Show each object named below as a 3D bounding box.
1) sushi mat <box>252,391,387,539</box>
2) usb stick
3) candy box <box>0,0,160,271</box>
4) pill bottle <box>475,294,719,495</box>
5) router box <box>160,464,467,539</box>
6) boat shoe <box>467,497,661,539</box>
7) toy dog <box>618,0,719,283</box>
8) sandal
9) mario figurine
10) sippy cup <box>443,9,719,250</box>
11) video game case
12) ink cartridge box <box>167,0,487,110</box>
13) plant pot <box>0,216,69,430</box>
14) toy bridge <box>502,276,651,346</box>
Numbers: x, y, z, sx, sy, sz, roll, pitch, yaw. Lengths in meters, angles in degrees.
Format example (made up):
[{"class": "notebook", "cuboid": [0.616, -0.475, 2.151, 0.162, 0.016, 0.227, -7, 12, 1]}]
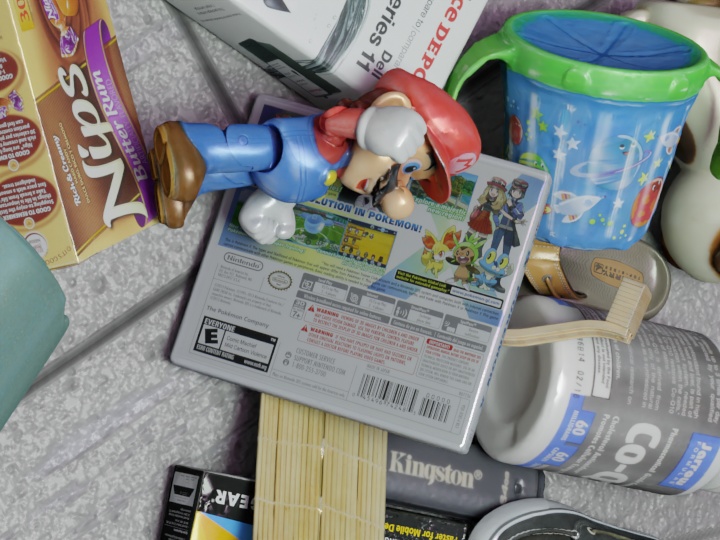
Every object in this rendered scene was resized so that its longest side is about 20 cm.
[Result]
[{"class": "sushi mat", "cuboid": [-0.024, 0.116, 1.491, 0.095, 0.012, 0.201, 17, 57, -24]}, {"class": "usb stick", "cuboid": [0.034, 0.131, 1.555, 0.199, 0.033, 0.056, 15, 65, -28]}, {"class": "candy box", "cuboid": [-0.187, -0.107, 1.393, 0.117, 0.056, 0.201, -32, 108, -65]}, {"class": "pill bottle", "cuboid": [0.184, 0.090, 1.590, 0.199, 0.114, 0.115, 13, 85, -27]}, {"class": "router box", "cuboid": [-0.038, 0.216, 1.510, 0.199, 0.051, 0.150, 14, 85, -29]}, {"class": "boat shoe", "cuboid": [0.156, 0.198, 1.586, 0.199, 0.056, 0.069, 13, 98, -40]}, {"class": "toy dog", "cuboid": [0.256, -0.090, 1.612, 0.193, 0.139, 0.202, -11, 99, -31]}, {"class": "sandal", "cuboid": [0.135, -0.005, 1.595, 0.199, 0.054, 0.082, 17, 83, -27]}, {"class": "mario figurine", "cuboid": [-0.022, -0.055, 1.416, 0.199, 0.124, 0.107, -9, 111, -11]}, {"class": "sippy cup", "cuboid": [0.147, -0.087, 1.521, 0.140, 0.177, 0.131, -32, 135, -60]}, {"class": "video game case", "cuboid": [0.000, 0.000, 1.476, 0.199, 0.022, 0.183, 16, 82, 14]}, {"class": "ink cartridge box", "cuboid": [-0.021, -0.196, 1.494, 0.199, 0.083, 0.147, 33, 77, -25]}, {"class": "plant pot", "cuboid": [-0.276, 0.057, 1.316, 0.200, 0.200, 0.196, 47, 62, -20]}, {"class": "toy bridge", "cuboid": [0.083, 0.009, 1.516, 0.199, 0.027, 0.068, 20, 78, 19]}]
